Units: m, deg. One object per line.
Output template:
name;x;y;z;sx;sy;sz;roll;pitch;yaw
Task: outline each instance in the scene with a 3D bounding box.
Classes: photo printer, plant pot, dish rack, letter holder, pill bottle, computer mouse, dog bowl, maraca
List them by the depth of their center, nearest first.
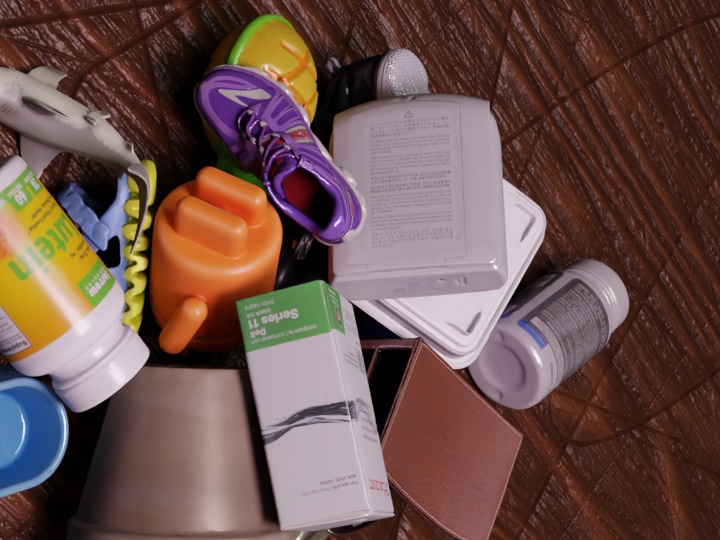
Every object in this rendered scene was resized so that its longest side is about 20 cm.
pill bottle;-0.265;0.015;1.207;0.200;0.111;0.111;54;53;-17
dog bowl;-0.326;0.143;1.207;0.200;0.049;0.112;-14;99;-45
plant pot;-0.154;0.169;1.273;0.200;0.200;0.174;3;88;-45
photo printer;0.051;-0.075;1.378;0.070;0.166;0.201;71;16;-62
maraca;-0.101;-0.145;1.407;0.137;0.107;0.201;-4;108;-60
computer mouse;-0.054;-0.088;1.425;0.034;0.059;0.200;22;40;-14
dish rack;0.087;-0.024;1.443;0.171;0.044;0.200;35;69;-9
letter holder;0.053;0.177;1.452;0.200;0.100;0.143;43;56;-39
pill bottle;0.222;0.069;1.718;0.200;0.114;0.114;-32;111;-40

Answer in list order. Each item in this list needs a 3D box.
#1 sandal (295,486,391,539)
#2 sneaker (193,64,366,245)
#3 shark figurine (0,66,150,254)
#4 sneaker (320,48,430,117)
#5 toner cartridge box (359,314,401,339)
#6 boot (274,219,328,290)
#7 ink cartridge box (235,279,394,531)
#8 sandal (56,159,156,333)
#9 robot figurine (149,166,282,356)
sandal;-0.007;0.241;1.503;0.201;0.057;0.080;-43;153;-31
sneaker;-0.071;-0.106;1.300;0.200;0.081;0.083;45;10;7
shark figurine;-0.251;-0.102;1.256;0.090;0.214;0.128;-59;173;19
sneaker;0.024;-0.139;1.530;0.075;0.114;0.201;-47;132;-41
toner cartridge box;0.062;0.016;1.581;0.095;0.043;0.200;72;38;-58
boot;0.000;0.000;1.467;0.168;0.076;0.200;34;52;4
ink cartridge box;-0.037;0.123;1.280;0.147;0.083;0.201;49;28;-76
sandal;-0.230;-0.001;1.303;0.087;0.079;0.201;5;93;-8
robot figurine;-0.134;-0.003;1.325;0.116;0.200;0.144;-8;56;-16
